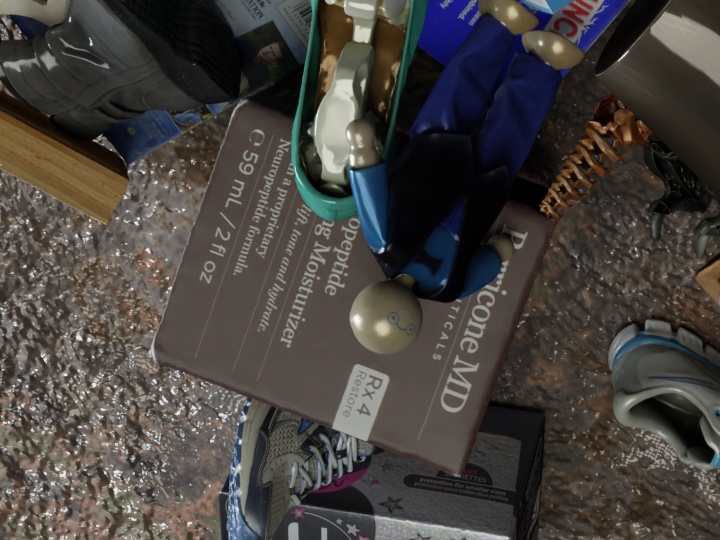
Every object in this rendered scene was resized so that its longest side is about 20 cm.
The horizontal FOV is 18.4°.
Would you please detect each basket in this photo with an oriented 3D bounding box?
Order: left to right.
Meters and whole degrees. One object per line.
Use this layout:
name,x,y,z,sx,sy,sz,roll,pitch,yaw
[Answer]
basket,0.235,-0.087,1.168,0.199,0.136,0.180,37,152,-6

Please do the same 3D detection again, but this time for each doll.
doll,0.045,-0.049,1.206,0.136,0.201,0.048,31,171,-36

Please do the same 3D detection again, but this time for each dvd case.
dvd case,-0.116,-0.164,1.391,0.199,0.018,0.143,-26,112,31

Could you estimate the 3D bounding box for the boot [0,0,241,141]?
boot,-0.171,-0.144,1.331,0.131,0.070,0.200,-13,141,23

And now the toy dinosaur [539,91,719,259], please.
toy dinosaur,0.188,-0.089,1.273,0.199,0.102,0.136,-23,116,5

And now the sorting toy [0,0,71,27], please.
sorting toy,-0.254,-0.218,1.350,0.198,0.107,0.181,-2,129,18

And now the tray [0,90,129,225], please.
tray,-0.242,-0.098,1.406,0.199,0.099,0.037,28,95,-13

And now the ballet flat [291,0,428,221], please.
ballet flat,0.001,-0.124,1.209,0.067,0.070,0.202,7,98,-1

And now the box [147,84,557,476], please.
box,0.000,0.000,1.345,0.198,0.164,0.167,20,98,2

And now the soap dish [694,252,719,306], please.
soap dish,0.327,0.024,1.347,0.157,0.081,0.200,-35,108,32

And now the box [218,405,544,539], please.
box,0.016,0.163,1.502,0.198,0.133,0.116,7,127,12

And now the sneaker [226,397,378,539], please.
sneaker,-0.030,0.102,1.431,0.084,0.201,0.077,13,134,7

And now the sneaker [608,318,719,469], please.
sneaker,0.249,0.106,1.424,0.198,0.087,0.075,18,125,3

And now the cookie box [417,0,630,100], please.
cookie box,0.067,-0.211,1.267,0.199,0.075,0.171,36,125,-7

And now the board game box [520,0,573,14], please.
board game box,0.126,-0.270,1.145,0.195,0.056,0.201,-33,108,-4
